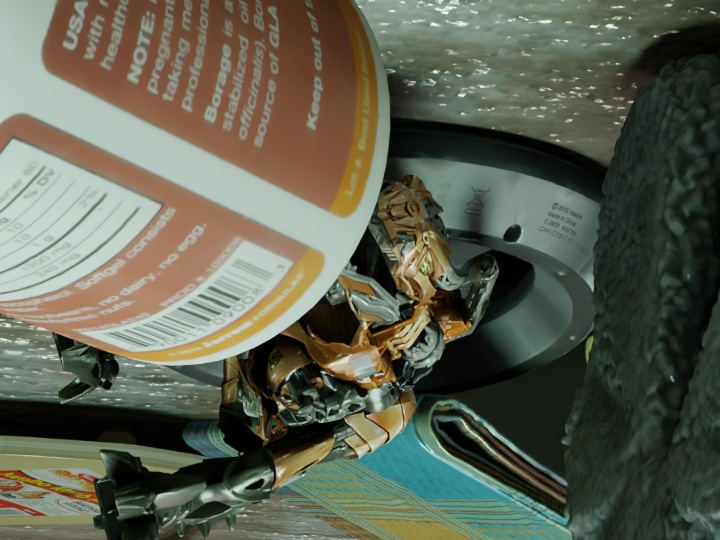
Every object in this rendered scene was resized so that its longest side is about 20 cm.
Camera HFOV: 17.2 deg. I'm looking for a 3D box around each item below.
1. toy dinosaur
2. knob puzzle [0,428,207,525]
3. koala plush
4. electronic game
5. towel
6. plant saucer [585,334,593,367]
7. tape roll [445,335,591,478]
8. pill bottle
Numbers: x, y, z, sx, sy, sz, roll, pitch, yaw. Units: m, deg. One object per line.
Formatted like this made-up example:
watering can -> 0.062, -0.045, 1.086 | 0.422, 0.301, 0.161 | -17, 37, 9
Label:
toy dinosaur -> -0.024, 0.037, 0.760 | 0.135, 0.102, 0.201 | -13, 137, -15
knob puzzle -> -0.145, 0.100, 1.227 | 0.218, 0.031, 0.220 | 2, 164, 1
koala plush -> 0.172, 0.046, 0.642 | 0.199, 0.185, 0.177 | 14, 177, -16
electronic game -> 0.000, 0.000, 0.833 | 0.199, 0.042, 0.200 | -1, 156, 0
towel -> 0.030, 0.090, 0.933 | 0.146, 0.022, 0.200 | 33, 161, -23
plant saucer -> 0.196, 0.081, 0.896 | 0.199, 0.048, 0.200 | 4, 137, 18
tape roll -> 0.106, 0.080, 1.058 | 0.201, 0.071, 0.203 | 2, 164, 0
pill bottle -> -0.087, -0.053, 0.529 | 0.112, 0.113, 0.200 | -8, 161, 30
